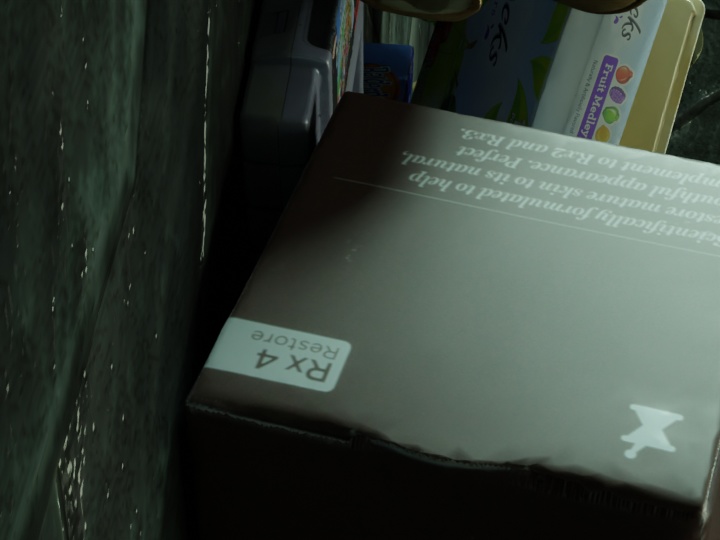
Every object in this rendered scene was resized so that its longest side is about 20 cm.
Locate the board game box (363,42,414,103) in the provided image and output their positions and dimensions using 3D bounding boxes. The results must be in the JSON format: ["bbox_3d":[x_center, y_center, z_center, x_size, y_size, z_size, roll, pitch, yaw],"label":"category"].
[{"bbox_3d":[0.000,0.000,1.051,0.152,0.045,0.201,-79,172,-66],"label":"board game box"}]

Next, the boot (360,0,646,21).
[{"bbox_3d":[0.044,-0.135,0.789,0.066,0.175,0.200,-52,-172,25],"label":"boot"}]

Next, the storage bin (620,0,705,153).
[{"bbox_3d":[0.120,-0.115,1.150,0.200,0.093,0.200,38,68,-69],"label":"storage bin"}]

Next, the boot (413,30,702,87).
[{"bbox_3d":[0.130,-0.145,1.474,0.200,0.174,0.067,176,-102,-73],"label":"boot"}]

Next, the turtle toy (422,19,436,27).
[{"bbox_3d":[0.069,-0.240,1.211,0.101,0.145,0.201,-59,154,-61],"label":"turtle toy"}]

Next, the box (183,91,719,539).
[{"bbox_3d":[0.046,0.076,0.716,0.165,0.165,0.201,-65,162,-45],"label":"box"}]

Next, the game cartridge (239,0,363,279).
[{"bbox_3d":[-0.019,-0.074,0.816,0.201,0.038,0.130,-83,178,-48],"label":"game cartridge"}]

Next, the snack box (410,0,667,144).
[{"bbox_3d":[0.098,-0.153,0.962,0.142,0.053,0.201,38,-68,64],"label":"snack box"}]
